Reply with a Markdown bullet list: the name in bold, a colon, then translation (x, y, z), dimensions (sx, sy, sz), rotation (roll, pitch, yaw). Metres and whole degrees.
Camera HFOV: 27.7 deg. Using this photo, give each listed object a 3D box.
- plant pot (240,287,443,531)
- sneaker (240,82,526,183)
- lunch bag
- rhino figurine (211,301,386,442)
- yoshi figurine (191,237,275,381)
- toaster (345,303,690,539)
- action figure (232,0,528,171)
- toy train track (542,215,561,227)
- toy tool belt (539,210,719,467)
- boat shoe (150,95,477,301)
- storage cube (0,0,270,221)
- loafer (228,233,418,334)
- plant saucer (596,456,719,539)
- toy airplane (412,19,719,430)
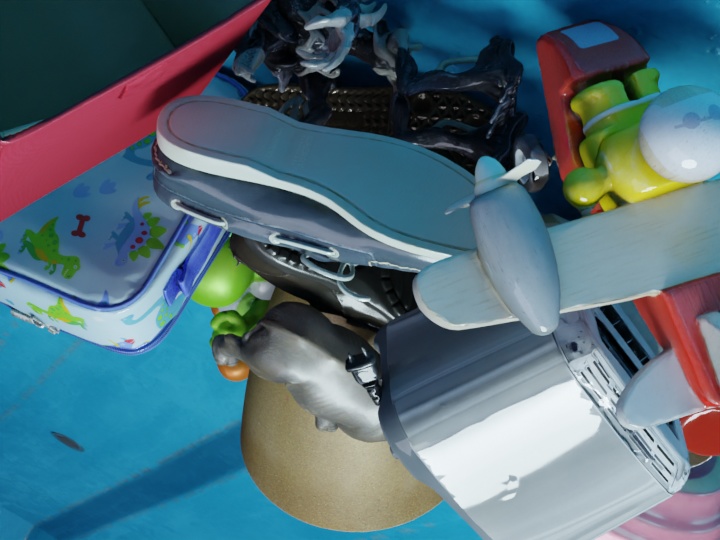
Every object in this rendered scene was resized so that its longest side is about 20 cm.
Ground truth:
- **plant pot**: translation (-0.002, 0.064, 1.095), dimensions (0.186, 0.186, 0.200), rotation (20, 140, 17)
- **sneaker**: translation (0.022, -0.080, 0.915), dimensions (0.200, 0.071, 0.076), rotation (15, 179, 21)
- **lunch bag**: translation (-0.161, -0.050, 0.979), dimensions (0.161, 0.200, 0.082), rotation (19, 155, 18)
- **rhino figurine**: translation (0.003, 0.083, 0.964), dimensions (0.200, 0.060, 0.087), rotation (33, 160, -17)
- **yoshi figurine**: translation (-0.104, 0.013, 1.163), dimensions (0.112, 0.112, 0.200), rotation (32, 154, 8)
- **toaster**: translation (0.096, 0.074, 0.825), dimensions (0.129, 0.114, 0.200), rotation (-29, 124, 19)
- **action figure**: translation (-0.009, -0.110, 0.820), dimensions (0.200, 0.102, 0.119), rotation (21, 140, 15)
- **toy train track**: translation (0.052, -0.021, 0.887), dimensions (0.115, 0.033, 0.200), rotation (-4, -165, -7)
- **toy tool belt**: translation (0.159, 0.029, 0.935), dimensions (0.200, 0.123, 0.125), rotation (27, 125, -14)
- **boat shoe**: translation (-0.017, -0.033, 0.777), dimensions (0.200, 0.075, 0.062), rotation (15, 135, 1)
- **storage cube**: translation (-0.179, -0.146, 0.785), dimensions (0.171, 0.200, 0.180), rotation (55, 153, 0)
- **loafer**: translation (0.000, 0.000, 0.963), dimensions (0.200, 0.073, 0.071), rotation (29, 156, -25)
- **plant saucer**: translation (0.177, 0.112, 1.000), dimensions (0.200, 0.201, 0.051), rotation (30, 118, -4)
- **toy airplane**: translation (0.148, -0.026, 0.697), dimensions (0.199, 0.200, 0.141), rotation (25, 152, 10)
